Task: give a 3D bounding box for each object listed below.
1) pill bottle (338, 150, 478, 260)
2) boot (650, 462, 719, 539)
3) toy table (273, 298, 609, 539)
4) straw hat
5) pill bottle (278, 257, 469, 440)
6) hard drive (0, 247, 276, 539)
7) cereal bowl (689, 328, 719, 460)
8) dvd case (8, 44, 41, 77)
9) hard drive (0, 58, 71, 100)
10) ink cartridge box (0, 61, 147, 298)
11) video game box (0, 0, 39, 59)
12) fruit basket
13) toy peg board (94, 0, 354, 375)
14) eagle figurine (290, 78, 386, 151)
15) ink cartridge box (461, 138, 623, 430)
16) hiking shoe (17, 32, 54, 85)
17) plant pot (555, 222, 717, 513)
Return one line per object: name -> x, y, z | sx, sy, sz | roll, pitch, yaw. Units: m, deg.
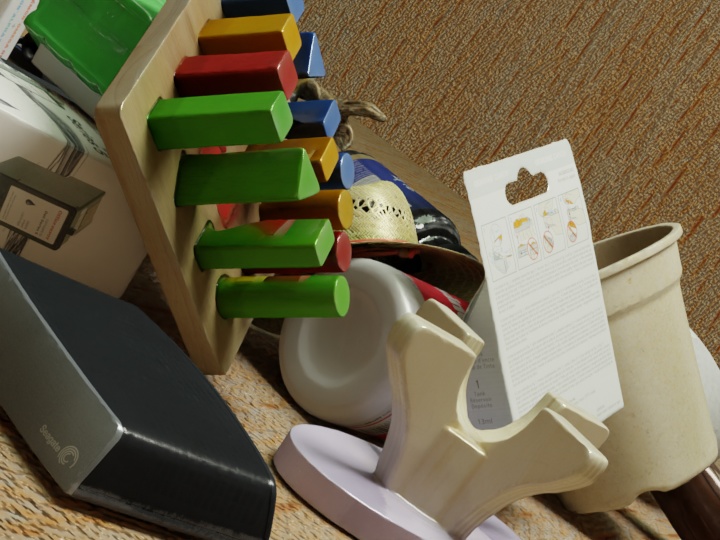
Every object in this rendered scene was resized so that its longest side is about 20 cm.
pill bottle -> 0.029, -0.027, 1.669 | 0.112, 0.112, 0.200 | 25, 13, -47
boot -> 0.256, 0.188, 1.481 | 0.200, 0.064, 0.186 | 53, -23, 9
toy table -> 0.057, 0.107, 1.011 | 0.184, 0.117, 0.200 | 41, 10, 38
straw hat -> 0.002, -0.020, 1.223 | 0.201, 0.200, 0.085 | 24, 55, -51
pill bottle -> 0.043, 0.069, 1.184 | 0.112, 0.112, 0.200 | 41, 10, 38
hard drive -> -0.125, 0.058, 0.838 | 0.135, 0.042, 0.200 | 27, 11, -40
cereal bowl -> 0.249, 0.120, 1.593 | 0.200, 0.083, 0.201 | 39, -33, 32
dvd case -> -0.243, -0.158, 1.661 | 0.200, 0.025, 0.150 | 37, 9, 13
hard drive -> -0.221, -0.096, 1.286 | 0.135, 0.042, 0.200 | 27, 11, -40
ink cartridge box -> -0.231, -0.076, 1.040 | 0.200, 0.084, 0.145 | 28, 10, -40
video game box -> -0.342, -0.274, 1.393 | 0.200, 0.183, 0.047 | 36, 9, 17
fruit basket -> -0.139, -0.124, 1.171 | 0.185, 0.094, 0.200 | 41, -4, 26
toy peg board -> -0.053, -0.074, 1.041 | 0.097, 0.201, 0.200 | 0, 39, 21
eagle figurine -> -0.108, -0.124, 1.380 | 0.199, 0.152, 0.152 | -17, 82, -30
ink cartridge box -> 0.110, 0.023, 1.152 | 0.050, 0.201, 0.162 | -11, 6, 34
hiking shoe -> -0.241, -0.156, 1.534 | 0.100, 0.076, 0.200 | -19, 50, -37
plant pot -> 0.192, 0.083, 1.342 | 0.200, 0.200, 0.184 | -51, 119, -82
